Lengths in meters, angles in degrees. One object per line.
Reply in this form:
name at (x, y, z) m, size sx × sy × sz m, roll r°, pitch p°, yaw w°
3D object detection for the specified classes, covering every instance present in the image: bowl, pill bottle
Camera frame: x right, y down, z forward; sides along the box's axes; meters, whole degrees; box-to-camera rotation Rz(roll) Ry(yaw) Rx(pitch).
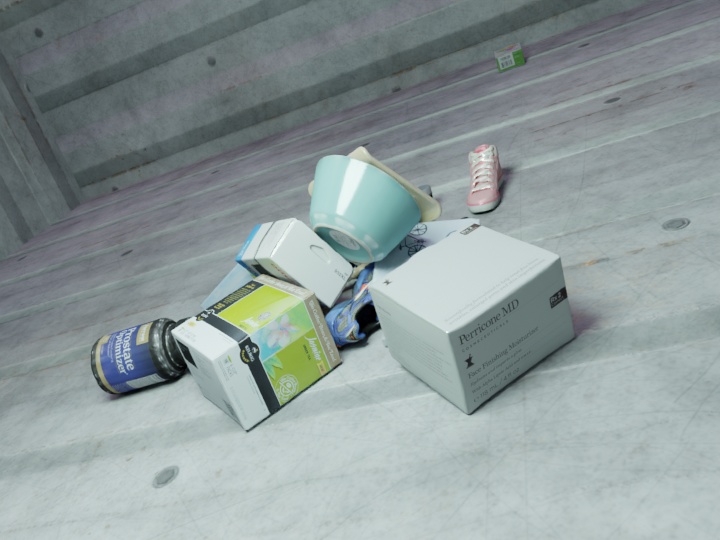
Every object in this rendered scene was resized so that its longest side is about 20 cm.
bowl at (-0.008, -0.086, 1.173) m, size 0.198 × 0.200 × 0.107 m, roll 7°, pitch 63°, yaw 50°
pill bottle at (-0.391, 0.154, 1.315) m, size 0.195 × 0.114 × 0.112 m, roll -17°, pitch 22°, yaw 14°

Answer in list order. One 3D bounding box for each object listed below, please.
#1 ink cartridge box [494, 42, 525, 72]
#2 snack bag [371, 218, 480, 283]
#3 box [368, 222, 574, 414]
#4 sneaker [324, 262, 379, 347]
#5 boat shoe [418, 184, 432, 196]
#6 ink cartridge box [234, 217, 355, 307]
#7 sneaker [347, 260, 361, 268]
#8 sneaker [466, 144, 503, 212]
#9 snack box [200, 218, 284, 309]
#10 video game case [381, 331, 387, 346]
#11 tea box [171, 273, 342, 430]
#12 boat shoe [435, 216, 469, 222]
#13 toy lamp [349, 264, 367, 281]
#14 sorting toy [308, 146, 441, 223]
ink cartridge box at (0.569, -0.822, 2.701) m, size 0.101 × 0.061 × 0.201 m, roll -16°, pitch 23°, yaw 17°
snack bag at (0.114, -0.021, 1.207) m, size 0.194 × 0.022 × 0.191 m, roll -3°, pitch 41°, yaw 9°
box at (0.149, 0.054, 0.968) m, size 0.196 × 0.133 × 0.199 m, roll -30°, pitch 29°, yaw -19°
sneaker at (0.020, 0.056, 1.195) m, size 0.077 × 0.076 × 0.201 m, roll 0°, pitch 43°, yaw 44°
boat shoe at (0.097, -0.122, 1.537) m, size 0.072 × 0.070 × 0.198 m, roll -9°, pitch 19°, yaw 39°
ink cartridge box at (-0.121, -0.011, 1.248) m, size 0.085 × 0.144 × 0.199 m, roll -56°, pitch 22°, yaw -16°
sneaker at (0.011, -0.037, 1.425) m, size 0.195 × 0.075 × 0.072 m, roll -9°, pitch 7°, yaw -19°
sneaker at (0.262, -0.206, 1.522) m, size 0.073 × 0.107 × 0.201 m, roll -9°, pitch 26°, yaw 24°
snack box at (-0.228, 0.002, 1.486) m, size 0.168 × 0.068 × 0.201 m, roll -42°, pitch 6°, yaw 36°
video game case at (0.114, 0.053, 1.185) m, size 0.139 × 0.018 × 0.201 m, roll -16°, pitch 23°, yaw 17°
tea box at (-0.170, 0.122, 1.143) m, size 0.195 × 0.136 × 0.198 m, roll -33°, pitch 24°, yaw -24°
boat shoe at (0.156, -0.064, 1.334) m, size 0.071 × 0.069 × 0.199 m, roll -17°, pitch 13°, yaw 45°
toy lamp at (0.000, 0.000, 1.366) m, size 0.195 × 0.059 × 0.058 m, roll -22°, pitch 21°, yaw 0°
sorting toy at (0.023, -0.123, 1.285) m, size 0.183 × 0.198 × 0.037 m, roll -25°, pitch 39°, yaw 49°
